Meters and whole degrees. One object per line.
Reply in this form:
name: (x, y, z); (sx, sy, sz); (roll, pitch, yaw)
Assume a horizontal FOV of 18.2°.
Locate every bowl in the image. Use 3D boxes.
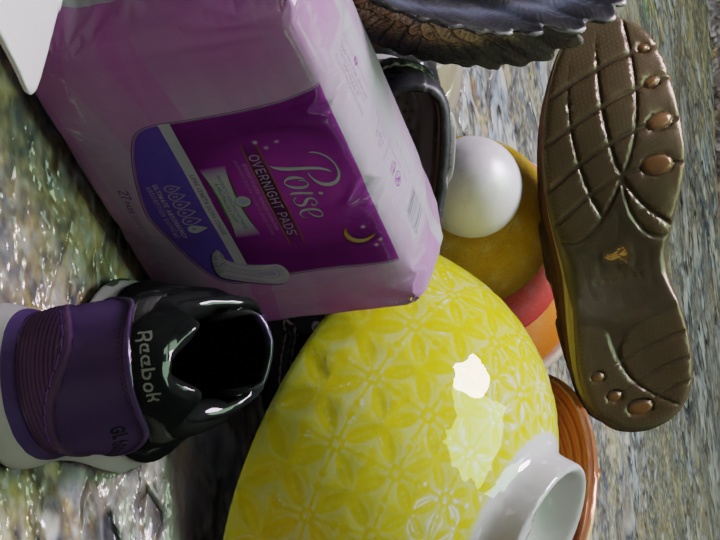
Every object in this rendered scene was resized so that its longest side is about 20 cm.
bowl: (0.036, 0.101, 1.004); (0.200, 0.108, 0.200); (-47, 150, -38)

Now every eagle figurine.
eagle figurine: (0.008, -0.152, 0.947); (0.200, 0.151, 0.152); (53, 42, -4)

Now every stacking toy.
stacking toy: (0.055, -0.025, 1.144); (0.200, 0.146, 0.146); (91, -3, -73)

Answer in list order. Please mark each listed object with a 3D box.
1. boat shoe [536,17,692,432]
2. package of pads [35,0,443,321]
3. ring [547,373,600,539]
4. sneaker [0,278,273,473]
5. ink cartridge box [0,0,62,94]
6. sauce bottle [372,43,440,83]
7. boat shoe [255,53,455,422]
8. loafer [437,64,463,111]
boat shoe: (0.117, -0.022, 1.101); (0.068, 0.072, 0.200); (-177, -98, -77)
package of pads: (-0.049, -0.061, 0.894); (0.200, 0.120, 0.076); (64, 24, -50)
ring: (0.054, 0.144, 1.104); (0.019, 0.200, 0.201); (27, 46, -24)
sneaker: (-0.067, 0.039, 0.842); (0.200, 0.087, 0.076); (-15, 98, -76)
ink cartridge box: (-0.135, -0.156, 0.712); (0.117, 0.067, 0.200); (69, 19, -45)
sauce bottle: (0.011, -0.167, 1.240); (0.065, 0.065, 0.200); (46, 31, -67)
boat shoe: (0.000, 0.000, 1.044); (0.060, 0.074, 0.200); (-141, -113, -70)
loafer: (0.034, -0.186, 1.363); (0.068, 0.076, 0.200); (64, 24, -67)
